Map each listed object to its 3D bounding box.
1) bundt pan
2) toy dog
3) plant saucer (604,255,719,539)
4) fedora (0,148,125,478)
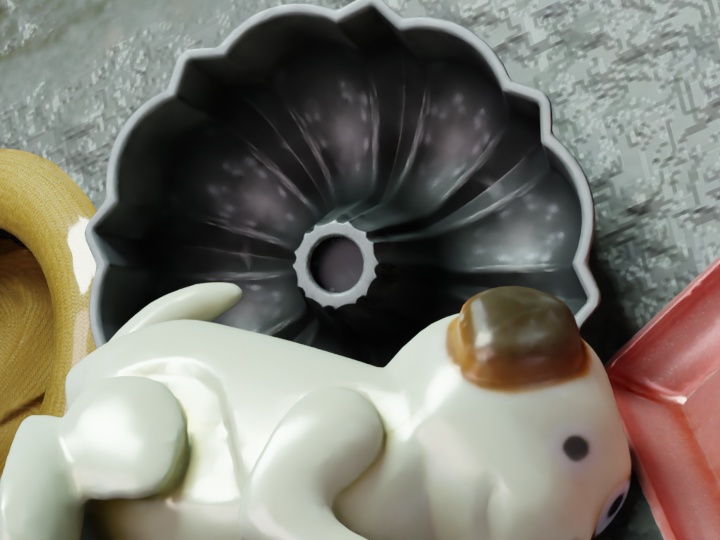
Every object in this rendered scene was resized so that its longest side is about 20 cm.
[{"bbox_3d":[0.000,0.000,1.125,0.201,0.076,0.203,-1,86,15],"label":"bundt pan"},{"bbox_3d":[-0.004,0.078,1.024,0.199,0.140,0.194,-9,33,11],"label":"toy dog"},{"bbox_3d":[0.180,0.022,0.990,0.200,0.037,0.200,-43,22,12],"label":"plant saucer"},{"bbox_3d":[-0.143,0.046,1.225,0.200,0.082,0.202,-14,71,45],"label":"fedora"}]
